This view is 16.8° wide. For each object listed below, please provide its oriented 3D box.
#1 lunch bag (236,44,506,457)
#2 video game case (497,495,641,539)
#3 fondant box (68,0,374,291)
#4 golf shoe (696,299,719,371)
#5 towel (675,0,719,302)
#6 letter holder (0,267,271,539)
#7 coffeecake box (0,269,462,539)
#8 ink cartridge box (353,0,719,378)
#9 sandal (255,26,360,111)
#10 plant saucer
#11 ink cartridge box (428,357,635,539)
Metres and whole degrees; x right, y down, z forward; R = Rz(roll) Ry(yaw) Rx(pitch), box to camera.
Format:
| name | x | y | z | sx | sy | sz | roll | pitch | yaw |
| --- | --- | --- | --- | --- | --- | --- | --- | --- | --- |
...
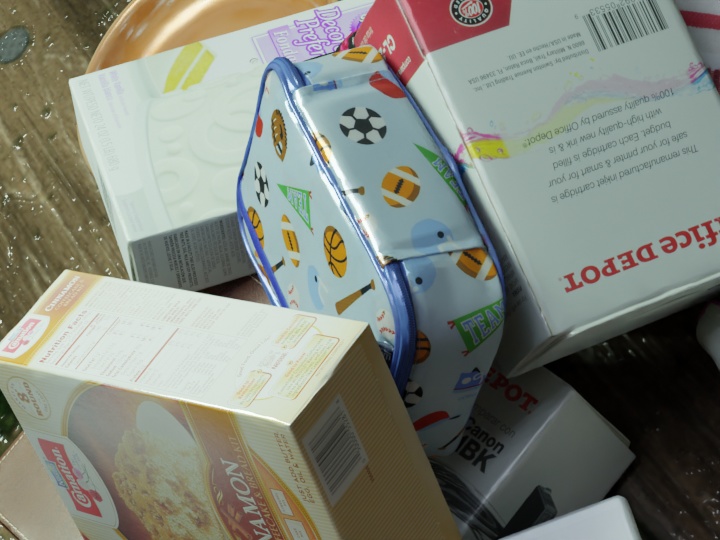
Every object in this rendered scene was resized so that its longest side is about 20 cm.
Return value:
| name | x | y | z | sx | sy | sz | roll | pitch | yaw |
| --- | --- | --- | --- | --- | --- | --- | --- | --- | --- |
| lunch bag | 0.000 | 0.000 | 1.232 | 0.075 | 0.161 | 0.201 | -10 | 57 | -22 |
| video game case | 0.076 | 0.232 | 1.175 | 0.181 | 0.024 | 0.201 | -21 | 69 | 6 |
| fondant box | -0.053 | -0.073 | 1.395 | 0.198 | 0.059 | 0.145 | -16 | 47 | -10 |
| golf shoe | 0.215 | 0.087 | 1.211 | 0.092 | 0.075 | 0.200 | -55 | 38 | 12 |
| towel | 0.163 | -0.089 | 1.314 | 0.143 | 0.023 | 0.202 | 10 | 92 | 23 |
| letter holder | -0.094 | 0.103 | 1.385 | 0.142 | 0.101 | 0.200 | 33 | 81 | 41 |
| coffeecake box | -0.066 | 0.091 | 1.198 | 0.199 | 0.154 | 0.073 | 9 | 46 | 38 |
| ink cartridge box | 0.105 | -0.065 | 1.244 | 0.145 | 0.083 | 0.201 | -19 | 78 | -21 |
| sandal | 0.033 | -0.118 | 1.356 | 0.198 | 0.045 | 0.075 | -17 | 47 | -11 |
| plant saucer | -0.092 | -0.122 | 1.577 | 0.199 | 0.037 | 0.202 | -17 | 54 | 23 |
| ink cartridge box | 0.026 | 0.123 | 1.300 | 0.200 | 0.084 | 0.144 | -50 | 48 | -6 |
